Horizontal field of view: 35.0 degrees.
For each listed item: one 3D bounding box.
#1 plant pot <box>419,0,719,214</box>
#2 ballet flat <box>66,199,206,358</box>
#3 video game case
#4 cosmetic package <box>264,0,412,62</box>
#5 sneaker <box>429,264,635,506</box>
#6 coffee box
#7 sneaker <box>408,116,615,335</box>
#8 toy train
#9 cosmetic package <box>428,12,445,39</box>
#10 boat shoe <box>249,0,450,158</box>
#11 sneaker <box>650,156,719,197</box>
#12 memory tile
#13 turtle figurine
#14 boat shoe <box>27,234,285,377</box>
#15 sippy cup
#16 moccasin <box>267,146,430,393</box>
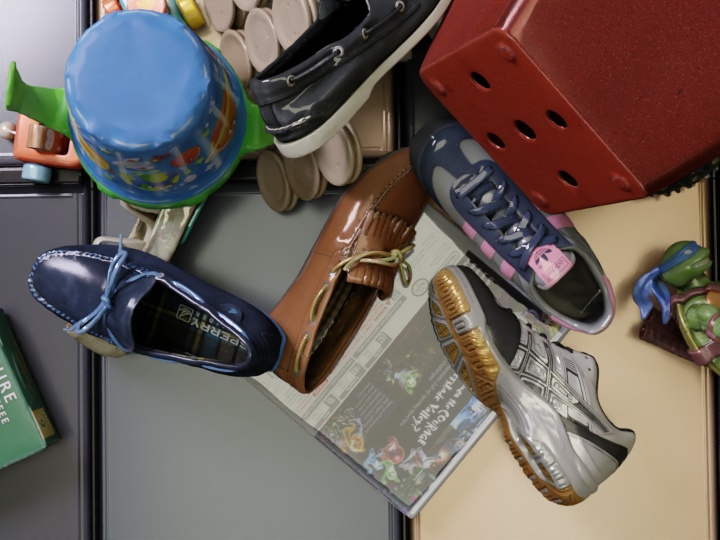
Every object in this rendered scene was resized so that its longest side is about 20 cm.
[{"bbox_3d":[0.157,-0.147,0.727,0.200,0.200,0.176,46,76,-11],"label":"plant pot"},{"bbox_3d":[-0.168,-0.027,0.883,0.062,0.067,0.200,24,89,-26],"label":"ballet flat"},{"bbox_3d":[0.035,0.061,0.900,0.182,0.023,0.200,40,89,3],"label":"video game case"},{"bbox_3d":[-0.024,-0.251,0.830,0.071,0.105,0.200,-18,116,-30],"label":"cosmetic package"},{"bbox_3d":[0.129,0.074,0.858,0.088,0.076,0.200,-32,90,-15],"label":"sneaker"},{"bbox_3d":[-0.353,0.124,0.902,0.200,0.044,0.123,-26,88,2],"label":"coffee box"},{"bbox_3d":[0.117,-0.030,0.813,0.070,0.082,0.200,-45,115,9],"label":"sneaker"},{"bbox_3d":[-0.204,-0.161,0.899,0.150,0.056,0.200,14,89,2],"label":"toy train"},{"bbox_3d":[0.073,-0.280,0.861,0.113,0.081,0.200,-24,85,-27],"label":"cosmetic package"},{"bbox_3d":[-0.005,-0.166,0.756,0.199,0.074,0.066,-51,121,-17],"label":"boat shoe"},{"bbox_3d":[0.185,-0.097,0.879,0.200,0.072,0.073,-3,44,-7],"label":"sneaker"},{"bbox_3d":[-0.062,-0.149,0.854,0.017,0.153,0.200,-17,89,-31],"label":"memory tile"},{"bbox_3d":[0.319,0.047,0.829,0.200,0.144,0.194,-26,91,5],"label":"turtle figurine"},{"bbox_3d":[-0.152,0.022,0.822,0.200,0.069,0.084,12,94,11],"label":"boat shoe"},{"bbox_3d":[-0.148,-0.119,0.800,0.178,0.130,0.140,-30,86,-5],"label":"sippy cup"},{"bbox_3d":[-0.001,-0.001,0.845,0.078,0.074,0.201,37,89,38],"label":"moccasin"}]
